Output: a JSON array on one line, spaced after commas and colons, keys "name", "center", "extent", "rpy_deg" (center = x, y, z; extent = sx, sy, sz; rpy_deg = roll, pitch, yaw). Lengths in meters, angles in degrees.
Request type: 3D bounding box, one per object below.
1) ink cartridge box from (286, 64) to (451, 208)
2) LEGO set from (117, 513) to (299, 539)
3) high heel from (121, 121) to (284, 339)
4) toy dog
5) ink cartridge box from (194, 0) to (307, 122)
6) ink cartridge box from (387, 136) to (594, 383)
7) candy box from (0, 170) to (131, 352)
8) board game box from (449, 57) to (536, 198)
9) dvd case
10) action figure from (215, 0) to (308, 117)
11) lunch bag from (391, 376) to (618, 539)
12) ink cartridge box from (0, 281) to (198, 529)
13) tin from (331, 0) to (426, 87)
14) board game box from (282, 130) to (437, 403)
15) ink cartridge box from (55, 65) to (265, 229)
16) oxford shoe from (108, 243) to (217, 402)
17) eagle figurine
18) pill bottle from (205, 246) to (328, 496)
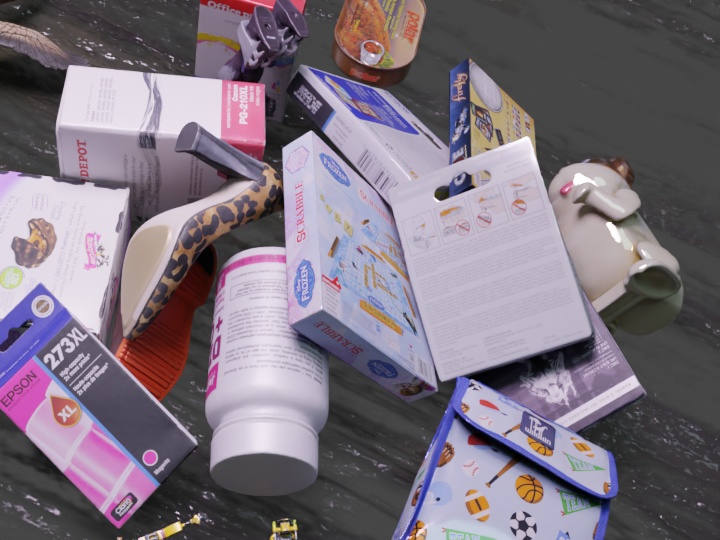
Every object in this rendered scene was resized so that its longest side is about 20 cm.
[{"name": "ink cartridge box", "center": [0.034, -0.148, 1.009], "extent": [0.198, 0.047, 0.199], "rpy_deg": [47, 22, 22]}, {"name": "LEGO set", "center": [-0.114, 0.261, 0.669], "extent": [0.195, 0.117, 0.157], "rpy_deg": [7, 54, -10]}, {"name": "high heel", "center": [-0.139, -0.017, 0.813], "extent": [0.070, 0.142, 0.204], "rpy_deg": [14, 81, 41]}, {"name": "toy dog", "center": [0.279, -0.039, 0.971], "extent": [0.190, 0.140, 0.204], "rpy_deg": [7, 51, -31]}, {"name": "ink cartridge box", "center": [-0.124, -0.275, 0.987], "extent": [0.113, 0.202, 0.068], "rpy_deg": [12, 51, -5]}, {"name": "ink cartridge box", "center": [0.128, -0.008, 0.870], "extent": [0.157, 0.047, 0.205], "rpy_deg": [-19, 82, 18]}, {"name": "candy box", "center": [-0.329, -0.006, 0.828], "extent": [0.195, 0.072, 0.171], "rpy_deg": [8, 55, -9]}, {"name": "board game box", "center": [0.158, -0.135, 1.026], "extent": [0.134, 0.034, 0.204], "rpy_deg": [34, 45, -33]}, {"name": "dvd case", "center": [0.174, 0.076, 0.886], "extent": [0.147, 0.016, 0.203], "rpy_deg": [-32, 61, 11]}, {"name": "action figure", "center": [-0.136, -0.203, 0.942], "extent": [0.129, 0.200, 0.070], "rpy_deg": [-20, 75, -45]}, {"name": "lunch bag", "center": [0.128, 0.206, 0.767], "extent": [0.167, 0.125, 0.202], "rpy_deg": [27, 52, 6]}, {"name": "ink cartridge box", "center": [-0.240, 0.113, 0.743], "extent": [0.200, 0.037, 0.095], "rpy_deg": [45, 77, 0]}, {"name": "tin", "center": [0.026, -0.317, 1.153], "extent": [0.109, 0.042, 0.203], "rpy_deg": [15, 50, 1]}, {"name": "board game box", "center": [0.000, 0.000, 0.852], "extent": [0.199, 0.041, 0.203], "rpy_deg": [39, 36, -45]}, {"name": "ink cartridge box", "center": [-0.202, -0.122, 0.894], "extent": [0.195, 0.146, 0.086], "rpy_deg": [3, 56, -12]}, {"name": "oxford shoe", "center": [-0.205, 0.057, 0.833], "extent": [0.071, 0.071, 0.203], "rpy_deg": [0, 55, 37]}, {"name": "eagle figurine", "center": [-0.418, -0.283, 0.966], "extent": [0.196, 0.154, 0.151], "rpy_deg": [-20, 42, -20]}, {"name": "pill bottle", "center": [-0.084, 0.091, 0.798], "extent": [0.110, 0.114, 0.204], "rpy_deg": [6, 54, -10]}]
